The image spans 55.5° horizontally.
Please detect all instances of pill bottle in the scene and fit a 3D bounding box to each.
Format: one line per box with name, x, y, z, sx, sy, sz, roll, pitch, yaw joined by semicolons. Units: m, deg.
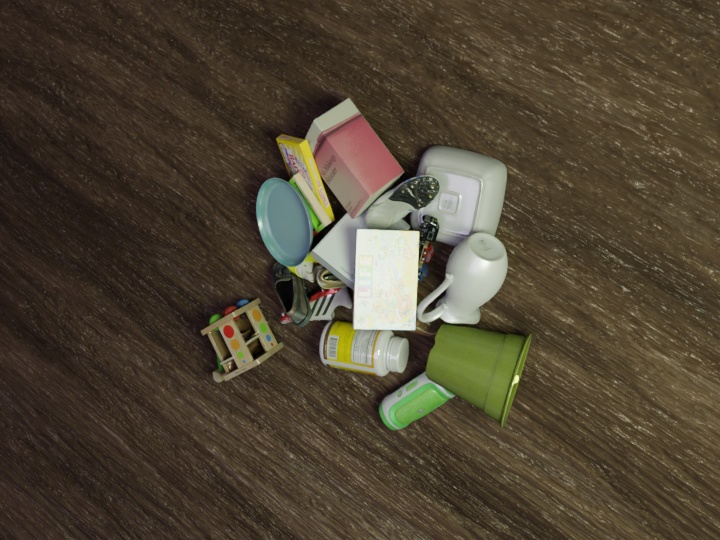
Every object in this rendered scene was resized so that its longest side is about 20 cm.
pill bottle;0.010;0.182;1.590;0.195;0.109;0.113;7;107;22

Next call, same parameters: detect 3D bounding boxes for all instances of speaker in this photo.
speaker;0.135;0.290;1.575;0.199;0.088;0.089;-38;87;28

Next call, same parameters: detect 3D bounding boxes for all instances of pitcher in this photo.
pitcher;0.205;0.027;1.398;0.122;0.168;0.203;58;147;33

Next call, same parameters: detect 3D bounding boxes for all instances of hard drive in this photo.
hard drive;0.002;-0.065;1.490;0.131;0.201;0.027;37;153;10

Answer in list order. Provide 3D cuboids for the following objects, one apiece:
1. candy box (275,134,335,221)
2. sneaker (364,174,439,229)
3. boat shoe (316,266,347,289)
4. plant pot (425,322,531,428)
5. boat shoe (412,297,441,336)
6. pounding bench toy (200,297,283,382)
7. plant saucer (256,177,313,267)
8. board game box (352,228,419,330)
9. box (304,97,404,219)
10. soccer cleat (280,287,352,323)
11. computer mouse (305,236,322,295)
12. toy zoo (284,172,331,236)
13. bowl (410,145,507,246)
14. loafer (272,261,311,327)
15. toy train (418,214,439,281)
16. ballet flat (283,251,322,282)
candy box;-0.122;-0.203;1.531;0.101;0.026;0.204;20;139;47
sneaker;0.086;-0.149;1.430;0.198;0.073;0.072;-30;113;37
boat shoe;0.000;0.000;1.514;0.195;0.076;0.074;-18;88;-11
plant pot;0.240;0.199;1.434;0.186;0.200;0.205;18;111;17
boat shoe;0.091;0.095;1.560;0.196;0.073;0.068;25;146;8
pounding bench toy;-0.329;0.180;1.736;0.197;0.124;0.159;-28;91;28
plant saucer;-0.168;-0.110;1.547;0.198;0.027;0.205;23;123;41
board game box;0.051;0.019;1.411;0.130;0.034;0.206;1;95;-6
box;-0.020;-0.237;1.464;0.202;0.108;0.128;52;154;4
soccer cleat;-0.107;0.094;1.642;0.197;0.069;0.086;-30;101;21
computer mouse;-0.134;0.007;1.651;0.058;0.034;0.203;32;115;13
toy zoo;-0.149;-0.127;1.582;0.133;0.020;0.199;56;147;1
bowl;0.196;-0.147;1.438;0.195;0.074;0.205;17;112;20
loafer;-0.170;0.042;1.606;0.072;0.063;0.202;-42;47;13
toy train;0.136;-0.042;1.469;0.045;0.035;0.202;15;140;4
ballet flat;-0.089;-0.002;1.581;0.194;0.068;0.068;6;132;6
